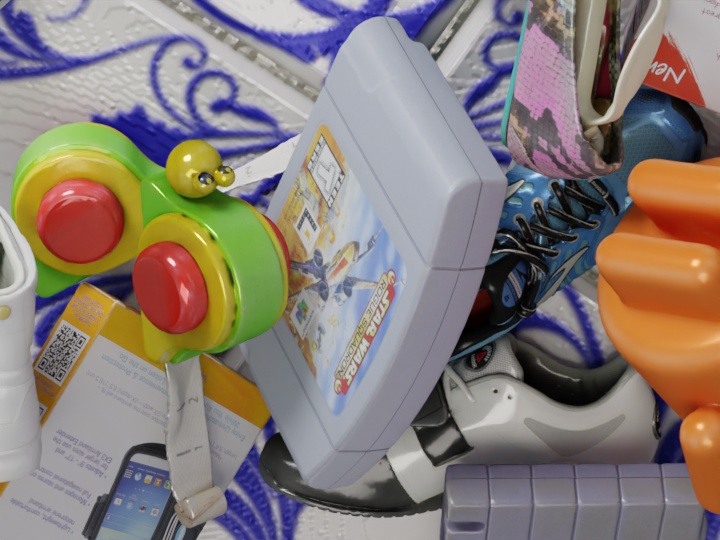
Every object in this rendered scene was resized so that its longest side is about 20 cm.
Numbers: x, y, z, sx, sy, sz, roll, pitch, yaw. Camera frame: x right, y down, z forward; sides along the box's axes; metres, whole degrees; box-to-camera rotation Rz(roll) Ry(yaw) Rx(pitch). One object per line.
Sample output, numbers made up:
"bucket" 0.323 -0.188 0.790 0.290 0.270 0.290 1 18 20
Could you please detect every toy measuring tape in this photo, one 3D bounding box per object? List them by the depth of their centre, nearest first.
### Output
"toy measuring tape" -0.066 0.036 1.241 0.073 0.074 0.200 0 113 8
"toy measuring tape" -0.102 -0.053 1.274 0.200 0.074 0.074 -27 109 10

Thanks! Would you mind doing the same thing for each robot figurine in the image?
"robot figurine" 0.183 0.026 1.219 0.117 0.144 0.200 -28 138 19

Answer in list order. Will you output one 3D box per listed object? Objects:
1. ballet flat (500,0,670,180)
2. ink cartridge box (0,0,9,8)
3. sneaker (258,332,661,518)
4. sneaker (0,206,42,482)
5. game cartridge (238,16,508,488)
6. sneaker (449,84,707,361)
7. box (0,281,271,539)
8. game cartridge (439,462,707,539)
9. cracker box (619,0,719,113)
"ballet flat" 0.105 -0.136 1.168 0.071 0.069 0.200 13 107 31
"ink cartridge box" -0.262 -0.180 1.245 0.200 0.041 0.200 -31 108 20
"sneaker" 0.048 0.070 1.308 0.200 0.074 0.089 -3 116 -1
"sneaker" -0.198 0.004 1.255 0.074 0.200 0.116 -10 118 -28
"game cartridge" 0.000 0.000 1.231 0.041 0.133 0.200 3 132 -28
"sneaker" 0.083 -0.010 1.251 0.200 0.090 0.078 -40 105 22
"box" -0.138 0.119 1.299 0.119 0.041 0.200 34 87 -39
"game cartridge" 0.101 0.165 1.322 0.129 0.038 0.200 -3 138 -6
"cracker box" 0.213 -0.157 1.180 0.134 0.058 0.200 20 117 -2
